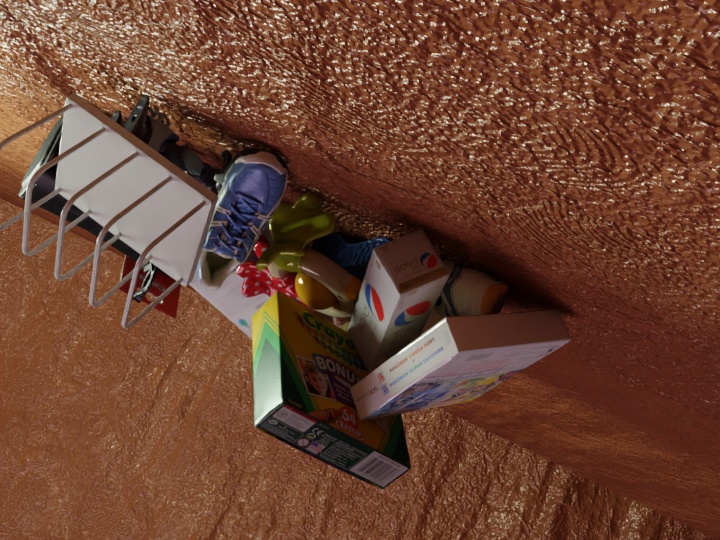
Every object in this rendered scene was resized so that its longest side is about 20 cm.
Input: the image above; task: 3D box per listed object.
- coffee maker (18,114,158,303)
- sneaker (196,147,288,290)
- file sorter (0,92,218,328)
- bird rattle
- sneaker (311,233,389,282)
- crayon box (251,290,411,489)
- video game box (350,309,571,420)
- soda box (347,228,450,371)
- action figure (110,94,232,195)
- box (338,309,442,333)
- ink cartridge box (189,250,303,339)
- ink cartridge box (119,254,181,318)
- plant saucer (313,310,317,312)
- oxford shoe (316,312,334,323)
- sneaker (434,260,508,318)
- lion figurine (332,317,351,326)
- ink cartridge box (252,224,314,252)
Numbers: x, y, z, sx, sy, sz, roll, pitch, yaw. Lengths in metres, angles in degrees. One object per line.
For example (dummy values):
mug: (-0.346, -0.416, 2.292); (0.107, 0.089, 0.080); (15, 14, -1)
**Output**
coffee maker: (-0.342, -0.098, 1.097); (0.198, 0.135, 0.194); (30, -148, -28)
sneaker: (-0.135, -0.055, 0.923); (0.074, 0.078, 0.201); (17, 136, -17)
file sorter: (-0.278, -0.057, 0.871); (0.198, 0.125, 0.140); (35, 134, 6)
bird rattle: (-0.076, 0.011, 1.010); (0.161, 0.114, 0.201); (33, 149, 1)
sneaker: (0.000, 0.000, 1.072); (0.078, 0.071, 0.198); (40, 163, -30)
crayon box: (-0.036, 0.142, 0.973); (0.199, 0.058, 0.174); (34, -150, -31)
video game box: (0.115, 0.107, 0.936); (0.197, 0.048, 0.182); (-1, 148, -41)
soda box: (0.039, 0.040, 0.946); (0.064, 0.067, 0.201); (59, 157, 23)
action figure: (-0.202, -0.125, 0.967); (0.128, 0.071, 0.199); (5, 162, 43)
box: (0.046, 0.115, 1.111); (0.021, 0.197, 0.165); (-114, 0, -51)
ink cartridge box: (-0.175, 0.015, 1.140); (0.199, 0.042, 0.118); (41, 138, -20)
ink cartridge box: (-0.300, -0.040, 1.256); (0.050, 0.203, 0.108); (-31, 133, 33)
plant saucer: (-0.064, 0.043, 1.270); (0.196, 0.038, 0.200); (-15, 169, -3)
oxford shoe: (0.009, 0.074, 1.302); (0.196, 0.059, 0.075); (5, -171, -26)
sneaker: (0.126, 0.039, 0.999); (0.087, 0.076, 0.201); (31, 162, 13)
lion figurine: (0.061, 0.073, 1.216); (0.073, 0.196, 0.124); (-88, -24, -61)
ink cartridge box: (-0.130, -0.035, 1.211); (0.114, 0.069, 0.200); (24, 169, 6)
